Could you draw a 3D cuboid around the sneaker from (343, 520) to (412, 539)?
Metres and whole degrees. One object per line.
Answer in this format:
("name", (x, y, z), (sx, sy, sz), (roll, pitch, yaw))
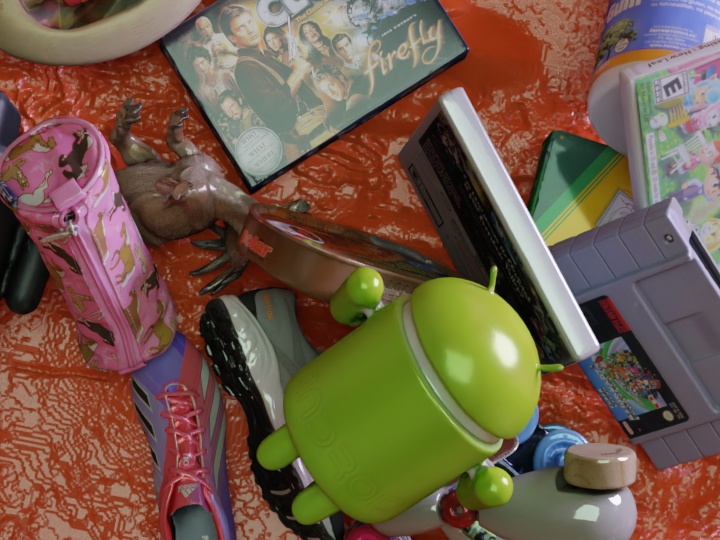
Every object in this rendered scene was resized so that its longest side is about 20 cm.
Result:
("sneaker", (0.001, 0.275, 1.244), (0.080, 0.075, 0.203), (0, 87, 12))

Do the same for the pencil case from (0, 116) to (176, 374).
("pencil case", (-0.186, -0.013, 1.199), (0.082, 0.201, 0.087), (16, 58, 22))

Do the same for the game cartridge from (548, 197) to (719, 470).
("game cartridge", (0.218, 0.052, 1.245), (0.129, 0.039, 0.201), (-24, 113, 31))

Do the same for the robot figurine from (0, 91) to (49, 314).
("robot figurine", (-0.304, -0.035, 1.238), (0.149, 0.124, 0.202), (9, 80, 40))

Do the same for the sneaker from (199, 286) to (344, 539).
("sneaker", (-0.047, 0.106, 1.271), (0.079, 0.074, 0.202), (-20, 91, -30))

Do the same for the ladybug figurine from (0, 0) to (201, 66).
("ladybug figurine", (-0.195, -0.222, 1.293), (0.198, 0.072, 0.137), (-18, 87, -4))

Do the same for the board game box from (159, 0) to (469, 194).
("board game box", (-0.036, -0.169, 1.319), (0.199, 0.035, 0.136), (-33, 87, -7))

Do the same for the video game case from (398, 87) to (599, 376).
("video game case", (0.094, -0.019, 1.237), (0.023, 0.182, 0.202), (-27, 86, -10))

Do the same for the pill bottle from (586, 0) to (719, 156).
("pill bottle", (0.238, -0.189, 1.283), (0.111, 0.112, 0.202), (17, 60, -2))

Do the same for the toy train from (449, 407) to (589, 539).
("toy train", (0.084, 0.131, 1.271), (0.199, 0.087, 0.115), (39, 88, 1))

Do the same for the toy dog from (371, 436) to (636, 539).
("toy dog", (0.114, 0.159, 1.199), (0.198, 0.096, 0.133), (23, 100, 20))

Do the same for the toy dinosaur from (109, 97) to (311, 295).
("toy dinosaur", (-0.143, -0.046, 1.276), (0.198, 0.136, 0.086), (10, 53, 26))

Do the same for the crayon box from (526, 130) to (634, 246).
("crayon box", (0.219, -0.017, 1.308), (0.198, 0.058, 0.120), (17, 82, -2))

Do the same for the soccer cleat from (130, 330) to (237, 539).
("soccer cleat", (-0.127, 0.139, 1.257), (0.066, 0.076, 0.203), (-9, 85, -5))

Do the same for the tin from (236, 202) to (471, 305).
("tin", (0.000, 0.000, 1.236), (0.199, 0.112, 0.042), (16, 98, -40))

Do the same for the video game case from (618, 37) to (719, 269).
("video game case", (0.277, -0.078, 1.218), (0.180, 0.022, 0.202), (-18, 125, -7))

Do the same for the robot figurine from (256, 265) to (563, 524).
("robot figurine", (0.031, 0.085, 1.116), (0.199, 0.116, 0.176), (-36, 85, 19))
